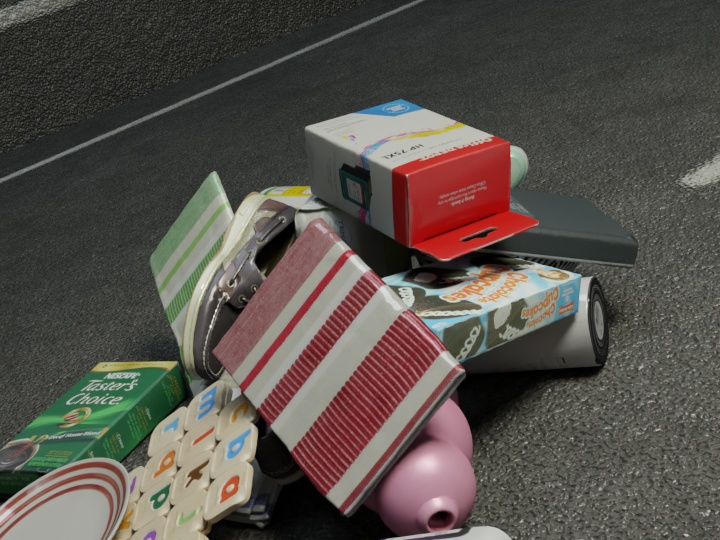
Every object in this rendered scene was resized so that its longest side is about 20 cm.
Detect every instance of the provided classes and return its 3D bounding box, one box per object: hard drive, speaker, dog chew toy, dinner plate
[{"bbox_3d":[0.148,-0.048,1.038,0.196,0.034,0.140,5,19,-14],"label":"hard drive"},{"bbox_3d":[0.128,0.057,1.020,0.197,0.083,0.081,-7,23,26],"label":"speaker"},{"bbox_3d":[0.033,0.135,0.858,0.122,0.126,0.201,-19,29,-5],"label":"dog chew toy"},{"bbox_3d":[-0.277,0.240,0.929,0.197,0.024,0.201,-24,28,13],"label":"dinner plate"}]

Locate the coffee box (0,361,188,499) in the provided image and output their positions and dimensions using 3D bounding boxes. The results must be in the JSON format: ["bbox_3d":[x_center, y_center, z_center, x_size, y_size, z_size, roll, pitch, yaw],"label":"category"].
[{"bbox_3d":[-0.282,0.163,1.126,0.121,0.045,0.200,-4,26,32],"label":"coffee box"}]

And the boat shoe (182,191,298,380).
[{"bbox_3d":[-0.110,0.014,1.042,0.064,0.072,0.202,9,58,21],"label":"boat shoe"}]

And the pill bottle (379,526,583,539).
[{"bbox_3d":[0.045,0.217,0.653,0.196,0.113,0.112,-11,22,15],"label":"pill bottle"}]

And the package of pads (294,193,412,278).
[{"bbox_3d":[0.000,0.000,1.086,0.067,0.203,0.155,0,26,21],"label":"package of pads"}]

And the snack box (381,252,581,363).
[{"bbox_3d":[0.083,0.027,0.905,0.115,0.038,0.198,17,23,40],"label":"snack box"}]

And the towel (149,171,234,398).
[{"bbox_3d":[-0.159,0.021,1.149,0.023,0.153,0.202,8,45,-43],"label":"towel"}]

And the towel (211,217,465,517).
[{"bbox_3d":[-0.021,0.069,0.833,0.145,0.023,0.200,-51,52,8],"label":"towel"}]

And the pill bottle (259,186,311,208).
[{"bbox_3d":[-0.044,-0.048,1.359,0.198,0.115,0.112,3,29,42],"label":"pill bottle"}]

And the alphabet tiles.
[{"bbox_3d":[-0.151,0.184,0.890,0.195,0.015,0.202,-37,29,26],"label":"alphabet tiles"}]

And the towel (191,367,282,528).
[{"bbox_3d":[-0.102,0.134,0.990,0.145,0.024,0.202,-2,50,34],"label":"towel"}]

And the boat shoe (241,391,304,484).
[{"bbox_3d":[-0.072,0.090,0.947,0.066,0.057,0.202,-23,41,15],"label":"boat shoe"}]

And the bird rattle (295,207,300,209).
[{"bbox_3d":[-0.054,0.007,1.190,0.199,0.165,0.112,-37,46,-22],"label":"bird rattle"}]

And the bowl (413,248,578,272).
[{"bbox_3d":[0.132,-0.009,1.116,0.197,0.096,0.201,9,18,-3],"label":"bowl"}]

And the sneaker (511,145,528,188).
[{"bbox_3d":[0.132,-0.088,1.367,0.198,0.075,0.118,-27,15,3],"label":"sneaker"}]

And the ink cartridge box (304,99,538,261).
[{"bbox_3d":[0.051,-0.083,0.945,0.115,0.068,0.199,-20,31,-29],"label":"ink cartridge box"}]
